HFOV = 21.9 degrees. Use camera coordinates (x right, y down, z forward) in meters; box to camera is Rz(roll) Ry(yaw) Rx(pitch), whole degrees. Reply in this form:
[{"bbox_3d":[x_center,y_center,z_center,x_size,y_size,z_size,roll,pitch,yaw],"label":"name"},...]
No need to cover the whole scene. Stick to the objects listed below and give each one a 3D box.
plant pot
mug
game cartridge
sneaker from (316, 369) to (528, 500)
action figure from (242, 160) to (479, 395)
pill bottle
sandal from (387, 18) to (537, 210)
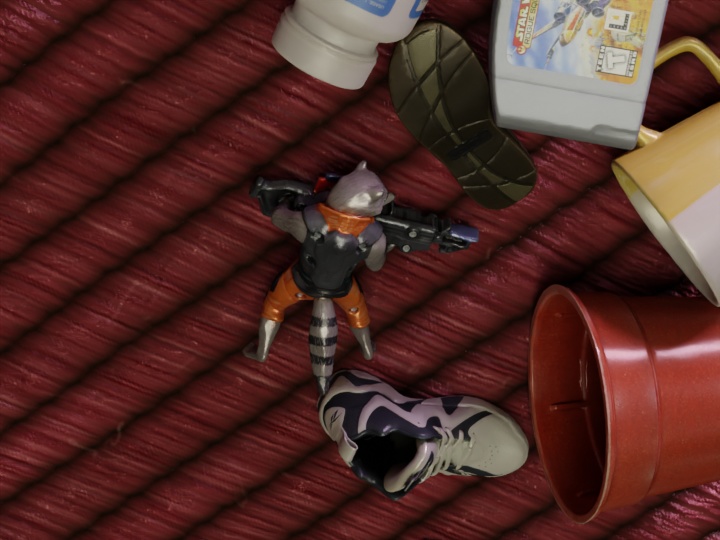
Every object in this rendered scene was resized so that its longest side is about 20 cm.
[{"bbox_3d":[0.266,0.104,1.589,0.194,0.201,0.202,-5,117,-13],"label":"plant pot"},{"bbox_3d":[0.301,-0.085,1.516,0.153,0.150,0.187,-36,130,3],"label":"mug"},{"bbox_3d":[0.169,-0.201,1.444,0.132,0.042,0.201,8,106,-7],"label":"game cartridge"},{"bbox_3d":[0.061,0.161,1.617,0.198,0.130,0.080,23,113,-17],"label":"sneaker"},{"bbox_3d":[0.000,0.000,1.549,0.198,0.105,0.194,6,125,-7],"label":"action figure"},{"bbox_3d":[0.009,-0.245,1.419,0.112,0.112,0.201,23,111,-17],"label":"pill bottle"},{"bbox_3d":[0.083,-0.131,1.522,0.081,0.055,0.200,-30,130,15],"label":"sandal"}]
